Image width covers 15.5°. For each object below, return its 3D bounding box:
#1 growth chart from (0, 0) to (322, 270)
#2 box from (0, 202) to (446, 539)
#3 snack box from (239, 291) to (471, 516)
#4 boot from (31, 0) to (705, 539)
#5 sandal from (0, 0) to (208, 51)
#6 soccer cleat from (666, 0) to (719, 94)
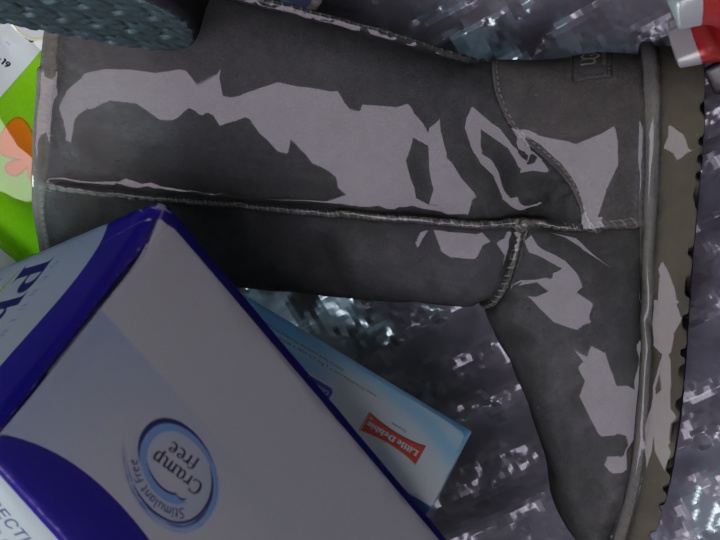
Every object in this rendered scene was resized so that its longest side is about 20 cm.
[{"bbox_3d":[-0.081,-0.066,0.845,0.145,0.018,0.200,32,116,-1],"label":"growth chart"},{"bbox_3d":[-0.085,0.104,0.776,0.200,0.105,0.184,-21,116,43],"label":"box"},{"bbox_3d":[-0.054,0.085,0.848,0.116,0.037,0.200,31,139,1],"label":"snack box"},{"bbox_3d":[0.000,0.000,0.811,0.199,0.073,0.182,2,103,1],"label":"boot"},{"bbox_3d":[-0.138,-0.109,0.763,0.200,0.075,0.048,14,78,1],"label":"sandal"},{"bbox_3d":[0.121,-0.084,0.699,0.085,0.200,0.069,-21,75,12],"label":"soccer cleat"}]
